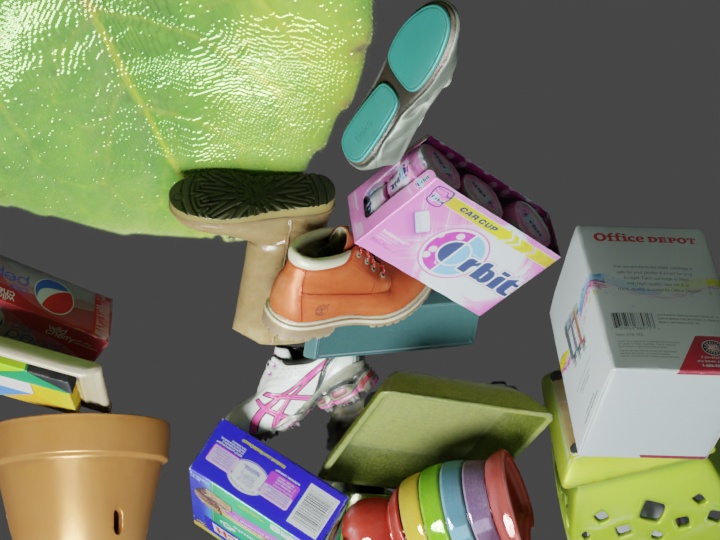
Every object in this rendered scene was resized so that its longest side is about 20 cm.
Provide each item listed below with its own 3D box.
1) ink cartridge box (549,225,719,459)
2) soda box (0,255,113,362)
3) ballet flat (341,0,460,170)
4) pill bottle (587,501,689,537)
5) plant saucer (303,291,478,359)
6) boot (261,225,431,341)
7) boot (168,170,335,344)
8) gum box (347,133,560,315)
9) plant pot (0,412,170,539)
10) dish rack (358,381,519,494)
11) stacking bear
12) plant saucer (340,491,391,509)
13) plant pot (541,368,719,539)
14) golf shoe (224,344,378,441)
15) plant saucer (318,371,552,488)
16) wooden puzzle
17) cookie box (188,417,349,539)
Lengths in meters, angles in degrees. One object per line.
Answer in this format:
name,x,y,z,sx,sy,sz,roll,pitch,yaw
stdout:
ink cartridge box,0.291,0.072,1.607,0.144,0.201,0.145,2,137,-8
soda box,-0.356,0.037,1.590,0.199,0.064,0.070,24,128,-27
ballet flat,0.049,-0.173,1.441,0.063,0.068,0.200,-6,144,-41
pill bottle,0.384,0.354,1.963,0.199,0.109,0.109,28,126,-29
plant saucer,0.038,0.059,1.649,0.198,0.019,0.070,-4,121,-21
boot,0.000,0.000,1.556,0.199,0.075,0.108,-14,133,-36
boot,-0.112,-0.005,1.575,0.174,0.066,0.201,1,136,-10
gum box,0.090,-0.045,1.548,0.199,0.066,0.113,29,127,-36
plant pot,-0.304,0.239,1.688,0.198,0.141,0.200,-3,166,-1
dish rack,0.095,0.195,1.809,0.198,0.055,0.154,-3,136,-5
stacking bear,0.075,0.269,1.668,0.198,0.122,0.114,-16,110,14
plant saucer,0.067,0.298,1.820,0.198,0.048,0.200,3,167,8
plant pot,0.308,0.202,1.749,0.198,0.200,0.182,-15,128,9
golf shoe,-0.077,0.124,1.718,0.199,0.073,0.092,-28,99,27
plant saucer,0.077,0.173,1.684,0.198,0.048,0.200,10,143,-19
wooden puzzle,-0.349,0.104,1.584,0.184,0.038,0.200,15,164,0
cookie box,-0.105,0.272,1.751,0.170,0.075,0.200,31,156,11
